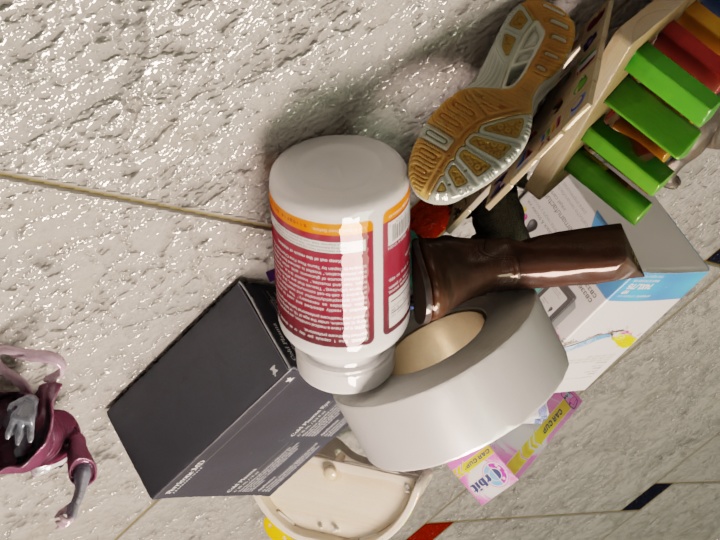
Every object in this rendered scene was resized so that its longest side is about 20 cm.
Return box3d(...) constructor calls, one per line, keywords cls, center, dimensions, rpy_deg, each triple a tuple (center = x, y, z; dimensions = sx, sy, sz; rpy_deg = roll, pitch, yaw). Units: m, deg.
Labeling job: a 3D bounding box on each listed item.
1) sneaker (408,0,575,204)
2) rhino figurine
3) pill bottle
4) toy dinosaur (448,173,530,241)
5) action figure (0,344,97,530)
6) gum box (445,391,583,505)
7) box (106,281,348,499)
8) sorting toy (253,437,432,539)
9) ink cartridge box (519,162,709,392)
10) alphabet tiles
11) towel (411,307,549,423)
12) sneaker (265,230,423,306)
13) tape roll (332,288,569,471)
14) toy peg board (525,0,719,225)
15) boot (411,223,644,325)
box3d(cls="sneaker", center=(0.108, -0.121, 1.297), dimensions=(0.200, 0.076, 0.088), rpy_deg=(-52, 170, -19))
box3d(cls="rhino figurine", center=(0.379, -0.156, 1.628), dimensions=(0.200, 0.060, 0.088), rpy_deg=(-24, 143, -25))
box3d(cls="pill bottle", center=(-0.015, -0.001, 1.319), dimensions=(0.113, 0.113, 0.200), rpy_deg=(-20, 130, -24))
box3d(cls="toy dinosaur", center=(0.127, -0.037, 1.471), dimensions=(0.077, 0.201, 0.102), rpy_deg=(0, 173, -7))
box3d(cls="action figure", center=(-0.291, 0.137, 1.381), dimensions=(0.200, 0.134, 0.149), rpy_deg=(27, 75, -75))
box3d(cls="gum box", center=(0.160, 0.158, 1.806), dimensions=(0.066, 0.114, 0.200), rpy_deg=(-43, 178, 39))
box3d(cls="box", center=(-0.099, 0.116, 1.516), dimensions=(0.200, 0.104, 0.182), rpy_deg=(-43, 154, 22))
box3d(cls="sorting toy", center=(-0.007, 0.228, 1.759), dimensions=(0.180, 0.199, 0.107), rpy_deg=(-36, 134, -65))
box3d(cls="ink cartridge box", center=(0.214, 0.010, 1.636), dimensions=(0.146, 0.147, 0.200), rpy_deg=(-1, 140, -49))
box3d(cls="alphabet tiles", center=(0.138, -0.118, 1.335), dimensions=(0.200, 0.008, 0.167), rpy_deg=(-47, -165, 38))
box3d(cls="towel", center=(0.127, 0.097, 1.710), dimensions=(0.024, 0.147, 0.200), rpy_deg=(-13, 172, 43))
box3d(cls="sneaker", center=(0.000, 0.000, 1.484), dimensions=(0.087, 0.075, 0.200), rpy_deg=(-26, 153, 29))
box3d(cls="tape roll", center=(0.077, 0.089, 1.403), dimensions=(0.202, 0.071, 0.203), rpy_deg=(-26, -162, 9))
box3d(cls="toy peg board", center=(0.266, -0.148, 1.393), dimensions=(0.199, 0.098, 0.200), rpy_deg=(-39, 164, -39))
box3d(cls="boot", center=(0.143, -0.001, 1.343), dimensions=(0.199, 0.064, 0.186), rpy_deg=(-1, -164, 3))
